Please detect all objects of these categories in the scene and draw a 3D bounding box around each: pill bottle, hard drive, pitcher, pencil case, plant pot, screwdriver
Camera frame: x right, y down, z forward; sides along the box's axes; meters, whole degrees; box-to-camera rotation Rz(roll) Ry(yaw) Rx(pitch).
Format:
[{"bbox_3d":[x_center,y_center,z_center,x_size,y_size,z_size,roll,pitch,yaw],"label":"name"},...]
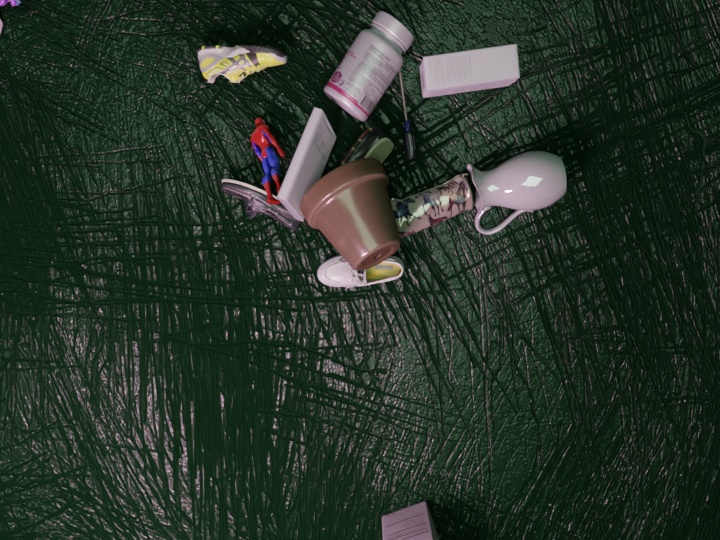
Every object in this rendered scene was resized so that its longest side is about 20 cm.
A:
[{"bbox_3d":[0.020,-0.431,1.387,0.112,0.113,0.202,34,95,-4],"label":"pill bottle"},{"bbox_3d":[-0.109,-0.219,1.379,0.026,0.132,0.204,19,80,16],"label":"hard drive"},{"bbox_3d":[0.339,-0.166,1.429,0.195,0.122,0.174,-9,126,4],"label":"pitcher"},{"bbox_3d":[0.151,-0.144,1.440,0.196,0.078,0.091,-21,118,3],"label":"pencil case"},{"bbox_3d":[-0.005,-0.101,1.359,0.197,0.200,0.177,-29,76,3],"label":"plant pot"},{"bbox_3d":[0.102,-0.344,1.443,0.029,0.028,0.205,-8,97,-30],"label":"screwdriver"}]

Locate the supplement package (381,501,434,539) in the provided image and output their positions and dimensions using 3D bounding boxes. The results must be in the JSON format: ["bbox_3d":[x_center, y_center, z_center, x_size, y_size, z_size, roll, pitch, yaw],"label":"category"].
[{"bbox_3d":[0.122,0.636,1.475,0.117,0.200,0.124,-19,98,3],"label":"supplement package"}]

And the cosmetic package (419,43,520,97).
[{"bbox_3d":[0.228,-0.422,1.395,0.195,0.101,0.073,-7,96,0],"label":"cosmetic package"}]

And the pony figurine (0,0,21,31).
[{"bbox_3d":[-0.813,-0.577,1.366,0.199,0.167,0.194,40,88,11],"label":"pony figurine"}]

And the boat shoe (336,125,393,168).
[{"bbox_3d":[-0.014,-0.226,1.441,0.202,0.073,0.063,-47,59,15],"label":"boat shoe"}]

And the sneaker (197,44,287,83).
[{"bbox_3d":[-0.251,-0.444,1.414,0.195,0.075,0.078,1,105,11],"label":"sneaker"}]

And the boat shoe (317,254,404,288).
[{"bbox_3d":[0.001,0.005,1.454,0.197,0.086,0.077,-1,97,0],"label":"boat shoe"}]

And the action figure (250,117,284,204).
[{"bbox_3d":[-0.197,-0.243,1.415,0.065,0.051,0.204,-35,65,41],"label":"action figure"}]

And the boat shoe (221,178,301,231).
[{"bbox_3d":[-0.219,-0.140,1.444,0.196,0.074,0.068,21,85,-12],"label":"boat shoe"}]
